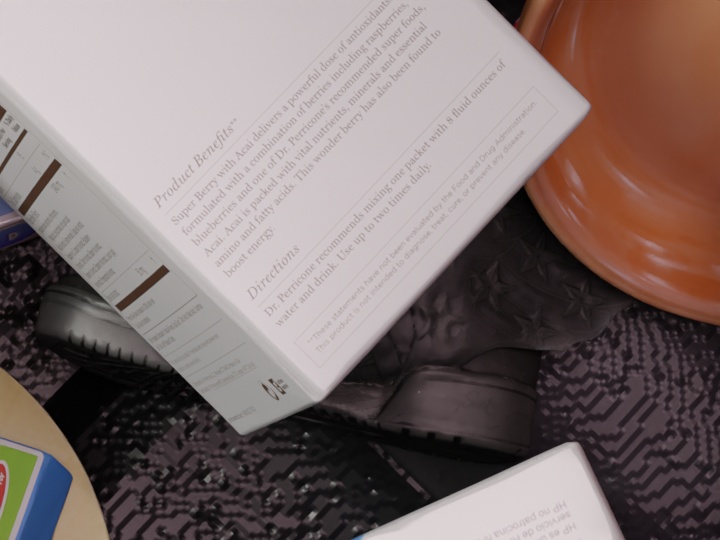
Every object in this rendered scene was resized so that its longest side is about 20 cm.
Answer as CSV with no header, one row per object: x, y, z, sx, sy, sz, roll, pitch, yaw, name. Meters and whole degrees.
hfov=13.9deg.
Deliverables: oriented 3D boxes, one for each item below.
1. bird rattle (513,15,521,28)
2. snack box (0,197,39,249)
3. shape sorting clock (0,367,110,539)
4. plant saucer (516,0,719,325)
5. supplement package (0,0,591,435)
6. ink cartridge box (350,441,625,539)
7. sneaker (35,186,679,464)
0.133,-0.111,0.956,0.199,0.163,0.113,12,60,-15,bird rattle
-0.091,-0.057,0.970,0.199,0.024,0.072,-21,75,-12,snack box
-0.175,0.106,0.925,0.199,0.039,0.201,2,69,-5,shape sorting clock
0.143,-0.064,0.911,0.199,0.201,0.038,6,43,-7,plant saucer
-0.055,-0.067,0.866,0.200,0.120,0.121,45,76,-4,supplement package
0.032,0.177,0.886,0.147,0.145,0.201,-23,83,-9,ink cartridge box
0.001,0.000,0.962,0.199,0.060,0.105,14,79,-10,sneaker
